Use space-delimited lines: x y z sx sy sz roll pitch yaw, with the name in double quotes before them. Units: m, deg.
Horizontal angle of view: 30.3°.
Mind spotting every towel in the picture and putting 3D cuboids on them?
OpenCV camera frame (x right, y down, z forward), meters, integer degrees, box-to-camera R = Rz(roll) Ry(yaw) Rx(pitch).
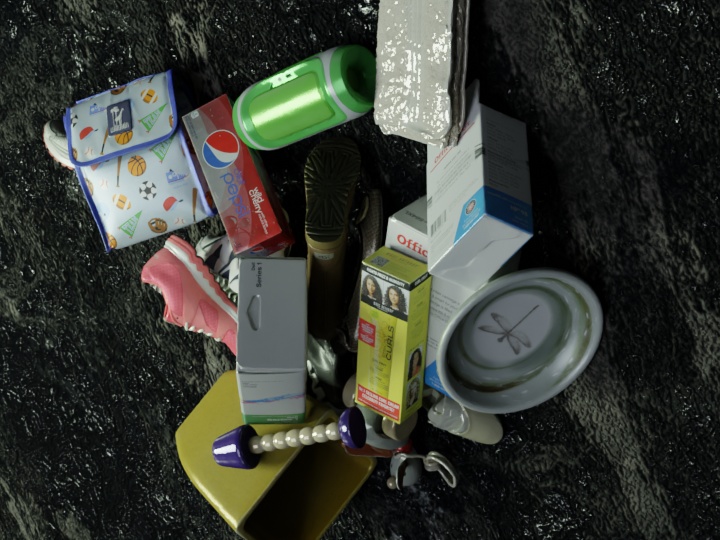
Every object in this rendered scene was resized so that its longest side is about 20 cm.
"towel" 0.064 -0.241 1.462 0.132 0.034 0.203 21 116 48

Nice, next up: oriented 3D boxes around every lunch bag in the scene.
"lunch bag" -0.286 -0.147 1.759 0.168 0.124 0.202 -16 98 13

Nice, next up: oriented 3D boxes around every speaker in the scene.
"speaker" -0.065 -0.205 1.595 0.199 0.088 0.089 -15 103 44

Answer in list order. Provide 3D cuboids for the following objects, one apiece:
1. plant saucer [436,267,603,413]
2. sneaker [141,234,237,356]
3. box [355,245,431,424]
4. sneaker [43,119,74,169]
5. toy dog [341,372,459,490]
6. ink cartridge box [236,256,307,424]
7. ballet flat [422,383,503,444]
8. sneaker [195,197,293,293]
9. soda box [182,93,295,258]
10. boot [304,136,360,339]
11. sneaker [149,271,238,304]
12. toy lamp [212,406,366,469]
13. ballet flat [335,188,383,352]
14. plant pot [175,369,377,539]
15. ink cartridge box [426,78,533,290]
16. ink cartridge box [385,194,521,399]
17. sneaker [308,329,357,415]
"plant saucer" 0.174 0.070 1.497 0.050 0.198 0.202 -115 29 -50
"sneaker" -0.214 0.054 1.754 0.201 0.087 0.074 54 167 -11
"box" 0.037 0.077 1.564 0.075 0.050 0.202 24 128 29
"sneaker" -0.361 -0.181 1.879 0.198 0.078 0.083 19 121 21
"toy dog" 0.027 0.227 1.695 0.131 0.096 0.201 14 142 54
"ink cartridge box" -0.106 0.088 1.613 0.200 0.083 0.147 96 173 -67
"ballet flat" 0.089 0.157 1.672 0.200 0.069 0.070 41 133 16
"sneaker" -0.145 -0.045 1.766 0.131 0.079 0.199 -64 26 5
"soda box" -0.153 -0.115 1.678 0.069 0.063 0.202 -25 75 8
"boot" -0.041 -0.040 1.658 0.065 0.177 0.201 9 146 6
"sneaker" -0.198 0.028 1.849 0.199 0.100 0.070 32 98 -10
"toy lamp" -0.091 0.210 1.638 0.198 0.058 0.059 -11 106 25
"ballet flat" 0.000 0.000 1.627 0.046 0.067 0.203 6 97 0
"plant pot" -0.133 0.247 1.790 0.199 0.195 0.196 33 168 32
"ink cartridge box" 0.128 -0.096 1.455 0.066 0.202 0.116 19 139 -21
"ink cartridge box" 0.100 0.033 1.581 0.145 0.084 0.202 29 129 27
"sneaker" -0.049 0.092 1.761 0.090 0.066 0.201 -27 94 38
